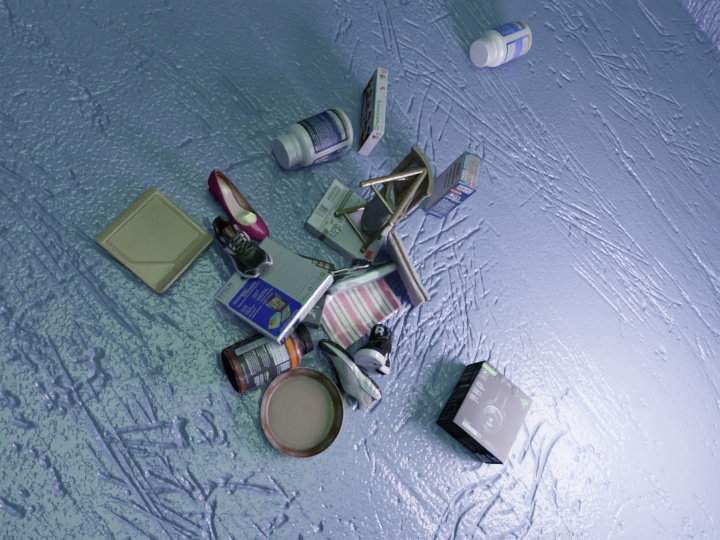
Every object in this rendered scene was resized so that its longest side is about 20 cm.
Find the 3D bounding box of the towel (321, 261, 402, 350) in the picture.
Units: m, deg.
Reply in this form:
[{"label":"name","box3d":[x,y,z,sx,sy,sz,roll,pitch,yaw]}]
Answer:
[{"label":"towel","box3d":[-0.011,0.088,1.388,0.199,0.030,0.147,-34,87,-14]}]

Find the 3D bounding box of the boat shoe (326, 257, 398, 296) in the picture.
[{"label":"boat shoe","box3d":[0.000,0.000,1.347,0.197,0.072,0.069,-19,83,-22]}]

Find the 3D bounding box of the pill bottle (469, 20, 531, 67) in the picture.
[{"label":"pill bottle","box3d":[0.449,-0.727,1.798,0.198,0.112,0.113,-29,85,-26]}]

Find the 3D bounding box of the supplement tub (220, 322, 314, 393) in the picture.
[{"label":"supplement tub","box3d":[-0.206,0.189,1.259,0.198,0.107,0.108,-22,82,-26]}]

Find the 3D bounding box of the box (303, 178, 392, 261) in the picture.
[{"label":"box","box3d":[-0.027,-0.121,1.462,0.199,0.041,0.157,34,65,-7]}]

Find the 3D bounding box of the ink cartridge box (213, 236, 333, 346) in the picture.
[{"label":"ink cartridge box","box3d":[-0.197,0.042,1.267,0.198,0.044,0.199,30,66,21]}]

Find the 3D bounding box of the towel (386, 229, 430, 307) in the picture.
[{"label":"towel","box3d":[0.115,-0.002,1.395,0.032,0.200,0.193,-25,84,-2]}]

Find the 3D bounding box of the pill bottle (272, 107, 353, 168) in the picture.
[{"label":"pill bottle","box3d":[-0.126,-0.341,1.455,0.198,0.111,0.112,-30,85,-26]}]

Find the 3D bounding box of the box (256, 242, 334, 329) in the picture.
[{"label":"box","box3d":[-0.175,0.037,1.335,0.197,0.048,0.161,16,67,-6]}]

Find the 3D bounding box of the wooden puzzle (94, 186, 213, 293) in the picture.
[{"label":"wooden puzzle","box3d":[-0.471,-0.071,1.282,0.199,0.037,0.186,39,64,-1]}]

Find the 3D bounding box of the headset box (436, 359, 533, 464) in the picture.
[{"label":"headset box","box3d":[0.320,0.354,1.416,0.174,0.093,0.201,40,63,-5]}]

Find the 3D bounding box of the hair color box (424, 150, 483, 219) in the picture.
[{"label":"hair color box","box3d":[0.251,-0.227,1.513,0.060,0.200,0.101,20,68,-14]}]

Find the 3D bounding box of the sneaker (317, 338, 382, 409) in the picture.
[{"label":"sneaker","box3d":[-0.036,0.246,1.322,0.079,0.074,0.201,-41,92,-2]}]

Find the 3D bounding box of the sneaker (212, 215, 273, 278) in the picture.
[{"label":"sneaker","box3d":[-0.282,-0.058,1.267,0.199,0.087,0.080,32,69,36]}]

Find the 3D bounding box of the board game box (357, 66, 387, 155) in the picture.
[{"label":"board game box","box3d":[0.034,-0.438,1.538,0.034,0.126,0.203,10,70,-18]}]

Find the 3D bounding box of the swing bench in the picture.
[{"label":"swing bench","box3d":[0.070,-0.175,1.385,0.199,0.199,0.130,-36,88,-27]}]

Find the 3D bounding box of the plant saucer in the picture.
[{"label":"plant saucer","box3d":[-0.134,0.327,1.284,0.197,0.032,0.204,6,72,-18]}]

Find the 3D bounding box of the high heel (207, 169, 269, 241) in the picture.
[{"label":"high heel","box3d":[-0.289,-0.157,1.341,0.067,0.096,0.201,-41,90,-27]}]

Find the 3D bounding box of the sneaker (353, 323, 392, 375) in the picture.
[{"label":"sneaker","box3d":[0.033,0.173,1.316,0.072,0.200,0.114,4,70,12]}]
